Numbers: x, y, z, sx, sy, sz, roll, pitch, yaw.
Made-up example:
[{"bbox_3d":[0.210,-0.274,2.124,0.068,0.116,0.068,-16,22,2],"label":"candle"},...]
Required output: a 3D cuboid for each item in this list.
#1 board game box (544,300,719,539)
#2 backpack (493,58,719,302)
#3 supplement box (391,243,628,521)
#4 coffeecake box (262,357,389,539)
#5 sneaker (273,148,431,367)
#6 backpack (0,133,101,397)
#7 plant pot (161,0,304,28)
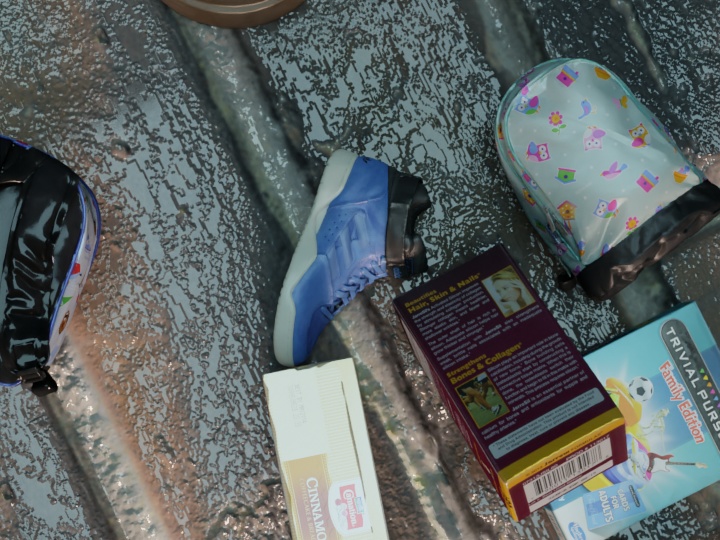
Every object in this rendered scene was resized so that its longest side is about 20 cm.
[{"bbox_3d":[0.240,0.138,1.046,0.200,0.047,0.151,-26,87,-5],"label":"board game box"},{"bbox_3d":[0.207,-0.093,1.027,0.167,0.127,0.200,-37,84,-2],"label":"backpack"},{"bbox_3d":[0.124,0.090,0.981,0.110,0.086,0.200,-28,55,-4],"label":"supplement box"},{"bbox_3d":[-0.029,0.153,0.955,0.073,0.200,0.154,-11,85,-4],"label":"coffeecake box"},{"bbox_3d":[0.000,0.000,1.032,0.111,0.077,0.200,17,78,8],"label":"sneaker"},{"bbox_3d":[-0.309,-0.017,0.983,0.200,0.154,0.191,24,92,-6],"label":"backpack"},{"bbox_3d":[-0.116,-0.330,1.011,0.199,0.174,0.201,0,86,-3],"label":"plant pot"}]
